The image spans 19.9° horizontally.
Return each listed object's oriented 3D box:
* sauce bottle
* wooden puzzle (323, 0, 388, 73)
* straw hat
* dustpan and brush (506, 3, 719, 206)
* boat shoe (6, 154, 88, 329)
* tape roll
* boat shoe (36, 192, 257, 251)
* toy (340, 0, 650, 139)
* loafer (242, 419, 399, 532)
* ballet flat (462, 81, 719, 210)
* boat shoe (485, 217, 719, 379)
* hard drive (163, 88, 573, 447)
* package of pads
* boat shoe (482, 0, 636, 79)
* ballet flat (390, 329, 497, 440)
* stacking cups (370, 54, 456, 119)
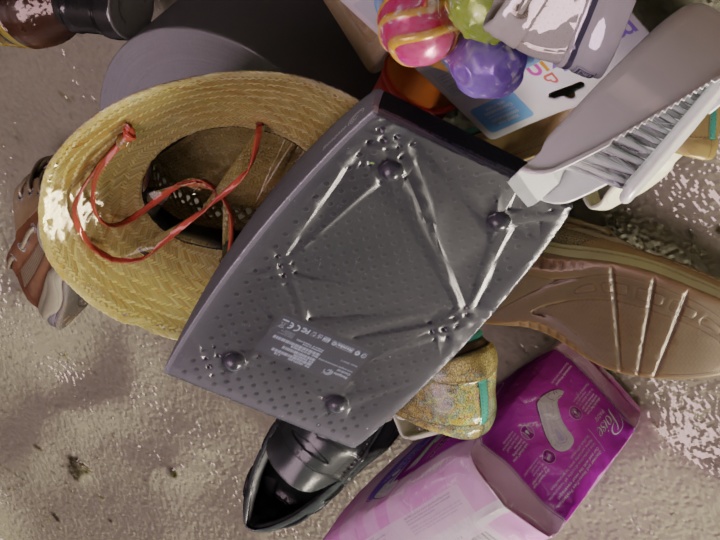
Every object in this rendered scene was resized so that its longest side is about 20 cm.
[{"bbox_3d":[-0.210,-0.166,1.234,0.199,0.065,0.065,11,131,37],"label":"sauce bottle"},{"bbox_3d":[-0.002,-0.221,0.989,0.186,0.037,0.200,58,149,16],"label":"wooden puzzle"},{"bbox_3d":[-0.067,-0.055,1.073,0.199,0.086,0.202,-3,132,-3],"label":"straw hat"},{"bbox_3d":[0.157,-0.088,0.908,0.057,0.200,0.140,43,-176,9],"label":"dustpan and brush"},{"bbox_3d":[-0.193,-0.038,1.332,0.072,0.076,0.200,40,140,8],"label":"boat shoe"},{"bbox_3d":[-0.053,-0.068,1.183,0.199,0.066,0.201,24,139,23],"label":"tape roll"},{"bbox_3d":[-0.084,-0.004,1.165,0.200,0.073,0.060,13,162,19],"label":"boat shoe"},{"bbox_3d":[0.037,-0.124,0.938,0.115,0.048,0.200,-20,129,40],"label":"toy"},{"bbox_3d":[-0.024,0.112,1.317,0.068,0.070,0.201,41,142,5],"label":"loafer"},{"bbox_3d":[0.101,-0.057,1.044,0.199,0.068,0.064,-21,74,49],"label":"ballet flat"},{"bbox_3d":[0.118,0.000,1.096,0.198,0.065,0.072,16,130,8],"label":"boat shoe"},{"bbox_3d":[0.000,0.000,1.042,0.134,0.043,0.200,23,127,-25],"label":"hard drive"},{"bbox_3d":[0.065,0.129,1.213,0.076,0.121,0.200,46,143,-3],"label":"package of pads"},{"bbox_3d":[0.102,-0.185,0.869,0.069,0.071,0.202,17,108,-4],"label":"boat shoe"},{"bbox_3d":[0.016,0.061,1.176,0.071,0.071,0.199,59,158,-19],"label":"ballet flat"},{"bbox_3d":[0.056,-0.130,1.026,0.060,0.061,0.201,37,139,8],"label":"stacking cups"}]
